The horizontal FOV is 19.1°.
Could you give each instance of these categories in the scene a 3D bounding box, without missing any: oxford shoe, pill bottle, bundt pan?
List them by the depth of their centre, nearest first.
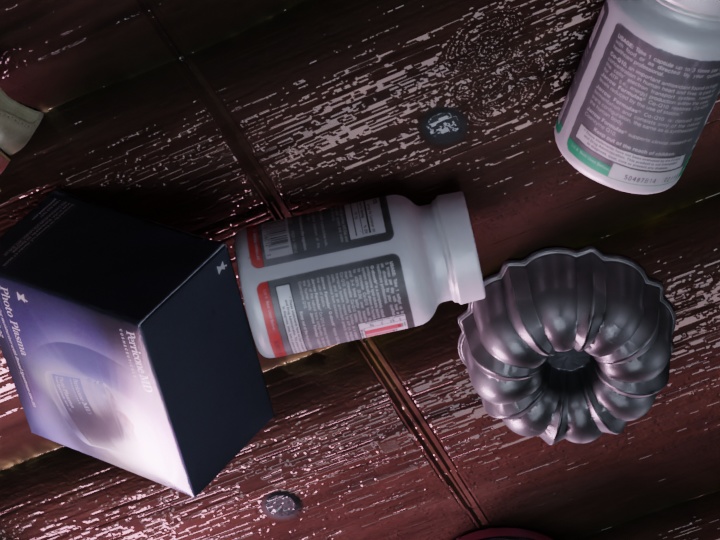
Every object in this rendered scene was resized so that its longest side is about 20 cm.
[{"bbox_3d":[0.237,-0.170,1.696,0.113,0.113,0.200,13,128,-9],"label":"pill bottle"},{"bbox_3d":[-0.345,-0.170,1.744,0.075,0.070,0.200,-46,114,-4],"label":"oxford shoe"},{"bbox_3d":[0.000,0.000,1.824,0.200,0.116,0.116,-12,127,1],"label":"pill bottle"},{"bbox_3d":[0.186,0.079,1.916,0.202,0.076,0.202,1,129,1],"label":"bundt pan"}]

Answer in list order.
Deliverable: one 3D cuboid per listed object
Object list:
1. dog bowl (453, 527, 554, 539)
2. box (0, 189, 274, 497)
[{"bbox_3d":[0.143,0.338,2.121,0.200,0.074,0.200,0,128,0],"label":"dog bowl"},{"bbox_3d":[-0.201,0.061,1.820,0.198,0.123,0.200,16,136,33],"label":"box"}]
